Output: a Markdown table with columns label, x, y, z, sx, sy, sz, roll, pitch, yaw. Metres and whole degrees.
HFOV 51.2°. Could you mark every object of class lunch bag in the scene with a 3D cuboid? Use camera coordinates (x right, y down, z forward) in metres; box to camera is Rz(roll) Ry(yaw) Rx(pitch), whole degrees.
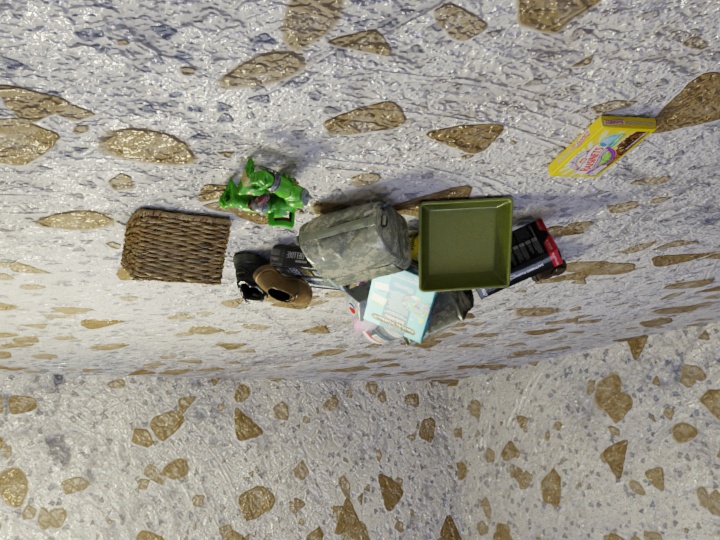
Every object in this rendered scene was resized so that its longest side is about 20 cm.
| label | x | y | z | sx | sy | sz | roll | pitch | yaw |
| --- | --- | --- | --- | --- | --- | --- | --- | --- | --- |
| lunch bag | -0.009 | -0.062 | 1.524 | 0.200 | 0.140 | 0.168 | -13 | 163 | 23 |
| lunch bag | 0.186 | 0.088 | 1.878 | 0.164 | 0.118 | 0.200 | -28 | -179 | 21 |

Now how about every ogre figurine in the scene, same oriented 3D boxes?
| label | x | y | z | sx | sy | sz | roll | pitch | yaw |
| --- | --- | --- | --- | --- | --- | --- | --- | --- | --- |
| ogre figurine | -0.167 | -0.129 | 1.328 | 0.120 | 0.098 | 0.200 | 17 | 144 | -26 |

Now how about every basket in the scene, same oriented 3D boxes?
| label | x | y | z | sx | sy | sz | roll | pitch | yaw |
| --- | --- | --- | --- | --- | --- | --- | --- | --- | --- |
| basket | -0.385 | -0.061 | 1.560 | 0.200 | 0.149 | 0.143 | 4 | -165 | -28 |

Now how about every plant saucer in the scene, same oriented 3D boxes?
| label | x | y | z | sx | sy | sz | roll | pitch | yaw |
| --- | --- | --- | --- | --- | --- | --- | --- | --- | --- |
| plant saucer | 0.217 | -0.059 | 1.593 | 0.200 | 0.200 | 0.048 | -4 | -160 | -5 |

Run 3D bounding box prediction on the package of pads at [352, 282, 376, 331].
| label | x | y | z | sx | sy | sz | roll | pitch | yaw |
| --- | --- | --- | --- | --- | --- | --- | --- | --- | --- |
| package of pads | 0.022 | 0.095 | 2.115 | 0.076 | 0.121 | 0.200 | -2 | 164 | -8 |

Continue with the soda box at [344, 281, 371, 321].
| label | x | y | z | sx | sy | sz | roll | pitch | yaw |
| --- | --- | --- | --- | --- | --- | --- | --- | --- | --- |
| soda box | 0.061 | 0.058 | 1.932 | 0.200 | 0.064 | 0.068 | -23 | -143 | -27 |

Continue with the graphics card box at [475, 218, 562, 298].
| label | x | y | z | sx | sy | sz | roll | pitch | yaw |
| --- | --- | --- | --- | --- | --- | --- | --- | --- | --- |
| graphics card box | 0.339 | -0.027 | 1.687 | 0.200 | 0.126 | 0.051 | -25 | 127 | 10 |

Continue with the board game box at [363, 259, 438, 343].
| label | x | y | z | sx | sy | sz | roll | pitch | yaw |
| --- | --- | --- | --- | --- | --- | --- | --- | --- | --- |
| board game box | 0.096 | 0.059 | 1.724 | 0.151 | 0.047 | 0.200 | 23 | 134 | 12 |

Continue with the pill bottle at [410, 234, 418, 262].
| label | x | y | z | sx | sy | sz | roll | pitch | yaw |
| --- | --- | --- | --- | --- | --- | --- | --- | --- | --- |
| pill bottle | 0.166 | -0.036 | 1.720 | 0.200 | 0.111 | 0.111 | -17 | 160 | 37 |

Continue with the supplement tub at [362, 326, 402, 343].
| label | x | y | z | sx | sy | sz | roll | pitch | yaw |
| --- | --- | --- | --- | --- | --- | --- | --- | --- | --- |
| supplement tub | 0.104 | 0.135 | 2.241 | 0.140 | 0.141 | 0.200 | 8 | 160 | -37 |

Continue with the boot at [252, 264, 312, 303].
| label | x | y | z | sx | sy | sz | roll | pitch | yaw |
| --- | --- | --- | --- | --- | --- | --- | --- | --- | --- |
| boot | -0.171 | 0.054 | 1.766 | 0.074 | 0.075 | 0.200 | -44 | 147 | 12 |

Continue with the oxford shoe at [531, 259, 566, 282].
| label | x | y | z | sx | sy | sz | roll | pitch | yaw |
| --- | --- | --- | --- | --- | --- | --- | --- | --- | --- |
| oxford shoe | 0.489 | -0.015 | 1.961 | 0.084 | 0.073 | 0.200 | -19 | 175 | 31 |

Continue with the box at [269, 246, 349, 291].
| label | x | y | z | sx | sy | sz | roll | pitch | yaw |
| --- | --- | --- | --- | --- | --- | --- | --- | --- | --- |
| box | -0.116 | -0.002 | 1.809 | 0.157 | 0.050 | 0.200 | 6 | 166 | 10 |

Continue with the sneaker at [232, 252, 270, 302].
| label | x | y | z | sx | sy | sz | roll | pitch | yaw |
| --- | --- | --- | --- | --- | --- | --- | --- | --- | --- |
| sneaker | -0.240 | 0.032 | 1.835 | 0.076 | 0.114 | 0.199 | -9 | 166 | 22 |

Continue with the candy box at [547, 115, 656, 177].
| label | x | y | z | sx | sy | sz | roll | pitch | yaw |
| --- | --- | --- | --- | --- | --- | --- | --- | --- | --- |
| candy box | 0.421 | -0.215 | 1.327 | 0.102 | 0.026 | 0.200 | 2 | 163 | -11 |

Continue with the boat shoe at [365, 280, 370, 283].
| label | x | y | z | sx | sy | sz | roll | pitch | yaw |
| --- | --- | --- | --- | --- | --- | --- | --- | --- | --- |
| boat shoe | 0.000 | 0.000 | 1.883 | 0.073 | 0.062 | 0.200 | -6 | 164 | 1 |
